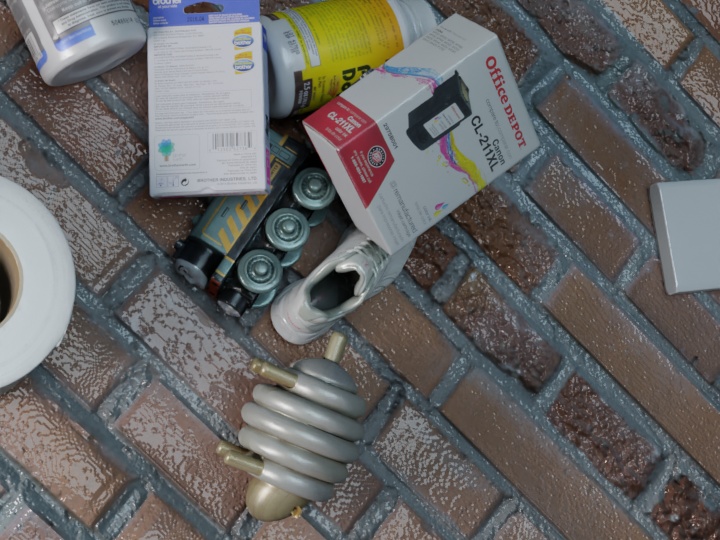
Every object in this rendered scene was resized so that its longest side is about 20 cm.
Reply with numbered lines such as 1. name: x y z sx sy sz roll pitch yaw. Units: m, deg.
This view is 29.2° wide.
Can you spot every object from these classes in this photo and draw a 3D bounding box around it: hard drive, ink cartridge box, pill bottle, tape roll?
1. hard drive: 0.447 -0.045 1.665 0.198 0.026 0.133 -5 81 -23
2. ink cartridge box: 0.064 -0.138 1.382 0.199 0.083 0.146 -36 127 -10
3. pill bottle: -0.302 -0.296 1.366 0.113 0.114 0.201 -25 90 -24
4. ink cartridge box: -0.151 -0.174 1.377 0.118 0.042 0.202 -2 88 6
5. pill bottle: -0.019 -0.235 1.470 0.199 0.109 0.110 -18 86 -24
6. tape roll: -0.370 0.020 1.261 0.201 0.139 0.205 5 77 -20

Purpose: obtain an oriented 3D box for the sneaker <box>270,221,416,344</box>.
1. sneaker: 0.000 0.000 1.435 0.078 0.099 0.200 47 67 -7

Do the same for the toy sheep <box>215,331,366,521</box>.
1. toy sheep: -0.060 0.154 1.365 0.137 0.138 0.201 24 89 -16

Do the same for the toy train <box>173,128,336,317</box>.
1. toy train: -0.106 -0.052 1.418 0.114 0.085 0.201 32 72 1

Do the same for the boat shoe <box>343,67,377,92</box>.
1. boat shoe: 0.026 -0.121 1.474 0.091 0.071 0.201 -34 129 5
